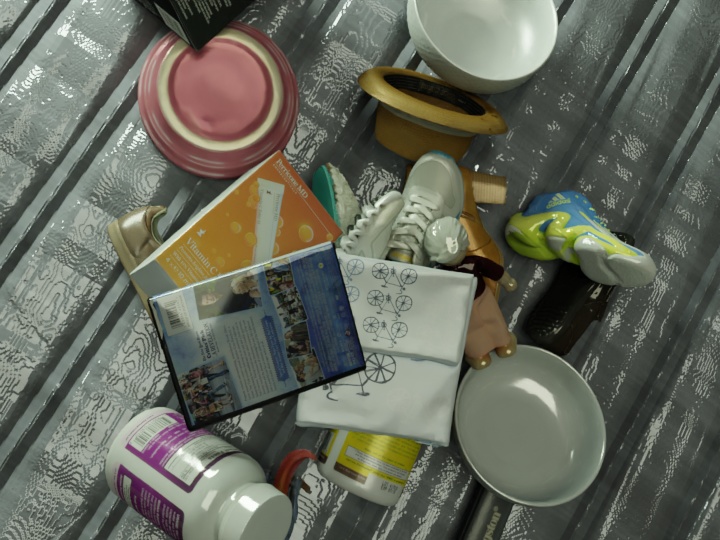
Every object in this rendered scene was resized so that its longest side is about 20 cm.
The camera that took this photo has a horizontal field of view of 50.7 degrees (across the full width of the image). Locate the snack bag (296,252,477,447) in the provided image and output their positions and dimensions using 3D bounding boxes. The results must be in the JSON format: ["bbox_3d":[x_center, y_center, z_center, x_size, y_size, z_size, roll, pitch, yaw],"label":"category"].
[{"bbox_3d":[0.025,0.089,0.838,0.186,0.021,0.203,9,94,-8],"label":"snack bag"}]

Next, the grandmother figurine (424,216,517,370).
[{"bbox_3d":[0.123,0.026,0.900,0.120,0.061,0.201,-28,121,-7],"label":"grandmother figurine"}]

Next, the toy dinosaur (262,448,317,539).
[{"bbox_3d":[-0.132,0.311,0.856,0.104,0.201,0.183,18,50,5],"label":"toy dinosaur"}]

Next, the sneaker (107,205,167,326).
[{"bbox_3d":[-0.219,0.018,0.890,0.075,0.070,0.201,-30,92,-7],"label":"sneaker"}]

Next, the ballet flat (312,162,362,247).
[{"bbox_3d":[-0.018,-0.032,0.947,0.071,0.072,0.203,-6,92,-12],"label":"ballet flat"}]

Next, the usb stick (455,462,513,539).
[{"bbox_3d":[0.150,0.340,0.966,0.055,0.033,0.202,27,81,-8],"label":"usb stick"}]

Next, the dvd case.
[{"bbox_3d":[-0.103,0.067,0.785,0.198,0.018,0.144,-18,101,-13],"label":"dvd case"}]

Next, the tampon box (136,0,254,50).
[{"bbox_3d":[-0.181,-0.393,0.878,0.200,0.127,0.150,-44,68,-11],"label":"tampon box"}]

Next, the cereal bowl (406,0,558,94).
[{"bbox_3d":[0.149,-0.314,0.980,0.197,0.083,0.203,4,74,-12],"label":"cereal bowl"}]

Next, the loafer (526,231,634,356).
[{"bbox_3d":[0.296,0.031,1.010,0.200,0.073,0.072,-47,126,-12],"label":"loafer"}]

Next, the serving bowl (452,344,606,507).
[{"bbox_3d":[0.204,0.199,0.958,0.197,0.066,0.202,5,64,-10],"label":"serving bowl"}]

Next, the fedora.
[{"bbox_3d":[0.082,-0.185,0.945,0.198,0.201,0.083,15,117,-10],"label":"fedora"}]

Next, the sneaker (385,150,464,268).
[{"bbox_3d":[0.068,-0.043,0.910,0.076,0.081,0.202,21,111,14],"label":"sneaker"}]

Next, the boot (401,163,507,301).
[{"bbox_3d":[0.110,-0.033,0.976,0.142,0.071,0.204,3,91,0],"label":"boot"}]

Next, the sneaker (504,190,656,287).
[{"bbox_3d":[0.288,-0.053,0.966,0.198,0.076,0.105,22,63,29],"label":"sneaker"}]

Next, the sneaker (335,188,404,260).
[{"bbox_3d":[0.000,0.000,0.874,0.081,0.075,0.201,31,103,-4],"label":"sneaker"}]

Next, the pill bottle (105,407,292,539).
[{"bbox_3d":[-0.172,0.235,0.817,0.198,0.112,0.113,21,79,33],"label":"pill bottle"}]

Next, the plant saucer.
[{"bbox_3d":[-0.171,-0.215,0.930,0.198,0.051,0.203,1,86,-13],"label":"plant saucer"}]

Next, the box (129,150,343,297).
[{"bbox_3d":[-0.137,-0.020,0.862,0.125,0.097,0.200,51,59,-14],"label":"box"}]

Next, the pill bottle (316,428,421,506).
[{"bbox_3d":[0.032,0.168,0.915,0.108,0.109,0.202,25,82,-9],"label":"pill bottle"}]
